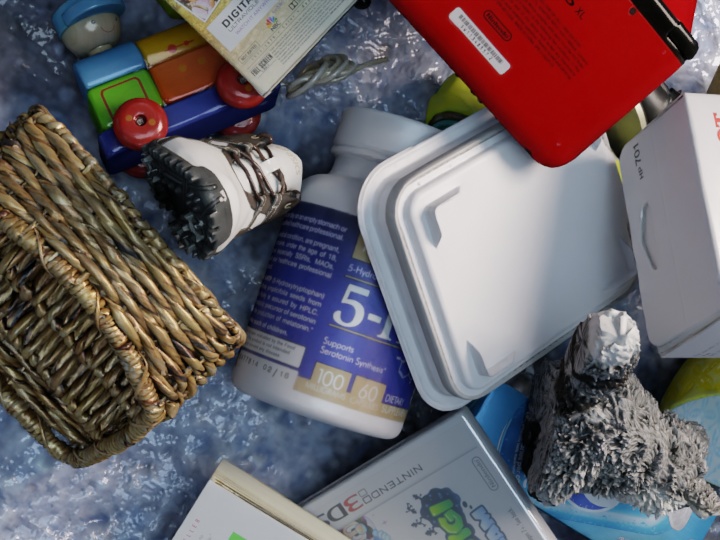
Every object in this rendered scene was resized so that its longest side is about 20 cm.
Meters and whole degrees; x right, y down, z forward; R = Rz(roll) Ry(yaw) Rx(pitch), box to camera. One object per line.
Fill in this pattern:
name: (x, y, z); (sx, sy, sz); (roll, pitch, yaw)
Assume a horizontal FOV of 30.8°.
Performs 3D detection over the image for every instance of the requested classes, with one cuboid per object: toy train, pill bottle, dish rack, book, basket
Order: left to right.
basket: (-0.189, 0.019, 0.808); (0.149, 0.143, 0.200); (-41, 101, -10)
toy train: (-0.095, -0.151, 0.864); (0.200, 0.085, 0.116); (-25, 85, -12)
book: (-0.045, 0.238, 0.875); (0.200, 0.048, 0.134); (32, 100, 0)
pill bottle: (0.000, 0.000, 0.868); (0.120, 0.120, 0.200); (19, 88, -15)
dish rack: (0.103, -0.019, 0.838); (0.200, 0.044, 0.172); (-31, 111, -30)

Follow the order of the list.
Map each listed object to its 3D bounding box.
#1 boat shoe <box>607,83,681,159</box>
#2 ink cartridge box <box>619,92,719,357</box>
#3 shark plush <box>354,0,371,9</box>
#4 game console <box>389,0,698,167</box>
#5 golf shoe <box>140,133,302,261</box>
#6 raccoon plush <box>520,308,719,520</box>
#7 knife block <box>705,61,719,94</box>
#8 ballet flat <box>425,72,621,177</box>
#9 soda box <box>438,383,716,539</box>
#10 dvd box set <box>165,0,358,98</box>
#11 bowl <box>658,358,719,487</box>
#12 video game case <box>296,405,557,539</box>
boat shoe: (0.217, -0.099, 0.943); (0.063, 0.074, 0.201); (-32, 100, -8)
ink cartridge box: (0.279, -0.025, 0.819); (0.200, 0.086, 0.147); (1, 70, -19)
shark plush: (-0.053, -0.211, 0.824); (0.200, 0.083, 0.091); (30, 50, 8)
game console: (0.108, -0.196, 0.797); (0.172, 0.119, 0.200); (-41, 112, 11)
golf shoe: (-0.080, -0.057, 0.801); (0.094, 0.200, 0.078); (-25, 98, -7)
raccoon plush: (0.184, 0.103, 0.823); (0.134, 0.200, 0.097); (10, 69, -4)
knife block: (0.315, -0.065, 0.925); (0.064, 0.200, 0.176); (-30, 69, -12)
ballet flat: (0.139, -0.083, 0.935); (0.200, 0.067, 0.067); (28, 56, -13)
soda box: (0.151, 0.149, 0.939); (0.200, 0.068, 0.064); (32, 84, -13)
dvd box set: (-0.079, -0.225, 0.783); (0.200, 0.029, 0.146); (43, 100, -7)
bowl: (0.318, 0.084, 0.935); (0.200, 0.200, 0.108); (24, 62, -14)
video game case: (0.050, 0.219, 0.891); (0.182, 0.024, 0.200); (-33, 93, 14)
